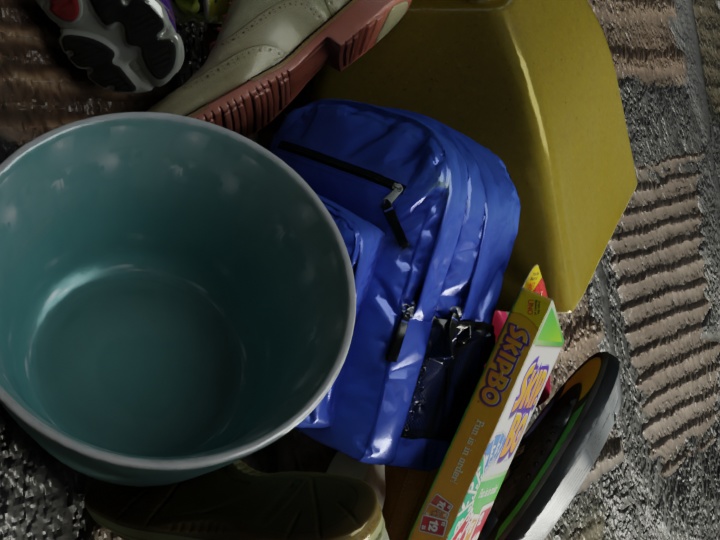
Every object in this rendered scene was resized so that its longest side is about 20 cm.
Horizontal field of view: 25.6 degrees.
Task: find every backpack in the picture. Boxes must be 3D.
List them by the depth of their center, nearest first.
[{"bbox_3d":[0.000,0.000,0.946,0.167,0.162,0.201,17,94,-58],"label":"backpack"}]

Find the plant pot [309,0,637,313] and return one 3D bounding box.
[{"bbox_3d":[0.072,-0.110,1.092,0.194,0.194,0.201,-54,142,-52],"label":"plant pot"}]

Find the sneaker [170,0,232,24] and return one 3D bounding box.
[{"bbox_3d":[-0.089,-0.184,1.019,0.200,0.075,0.077,37,67,-44],"label":"sneaker"}]

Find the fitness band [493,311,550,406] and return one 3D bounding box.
[{"bbox_3d":[0.092,0.040,1.216,0.144,0.037,0.200,55,11,-5],"label":"fitness band"}]

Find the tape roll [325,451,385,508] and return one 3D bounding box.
[{"bbox_3d":[0.033,0.212,1.135,0.202,0.037,0.205,27,58,-55],"label":"tape roll"}]

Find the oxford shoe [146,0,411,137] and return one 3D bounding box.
[{"bbox_3d":[-0.066,-0.135,0.977,0.199,0.071,0.074,-35,82,-16],"label":"oxford shoe"}]

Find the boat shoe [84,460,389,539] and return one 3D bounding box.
[{"bbox_3d":[-0.065,0.137,0.826,0.073,0.199,0.064,-44,124,-42],"label":"boat shoe"}]

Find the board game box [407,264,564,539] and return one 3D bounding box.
[{"bbox_3d":[0.079,0.100,0.966,0.096,0.030,0.201,57,54,-70],"label":"board game box"}]

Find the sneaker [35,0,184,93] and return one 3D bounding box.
[{"bbox_3d":[-0.165,-0.192,0.892,0.084,0.080,0.201,-94,161,-53],"label":"sneaker"}]

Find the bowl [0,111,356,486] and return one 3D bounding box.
[{"bbox_3d":[-0.109,0.030,0.818,0.105,0.199,0.202,113,-9,-56],"label":"bowl"}]

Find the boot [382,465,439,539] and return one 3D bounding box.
[{"bbox_3d":[0.049,0.149,1.078,0.201,0.070,0.145,29,81,-73],"label":"boot"}]

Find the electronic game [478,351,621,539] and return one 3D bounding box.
[{"bbox_3d":[0.120,0.142,1.109,0.041,0.200,0.200,34,39,0],"label":"electronic game"}]
